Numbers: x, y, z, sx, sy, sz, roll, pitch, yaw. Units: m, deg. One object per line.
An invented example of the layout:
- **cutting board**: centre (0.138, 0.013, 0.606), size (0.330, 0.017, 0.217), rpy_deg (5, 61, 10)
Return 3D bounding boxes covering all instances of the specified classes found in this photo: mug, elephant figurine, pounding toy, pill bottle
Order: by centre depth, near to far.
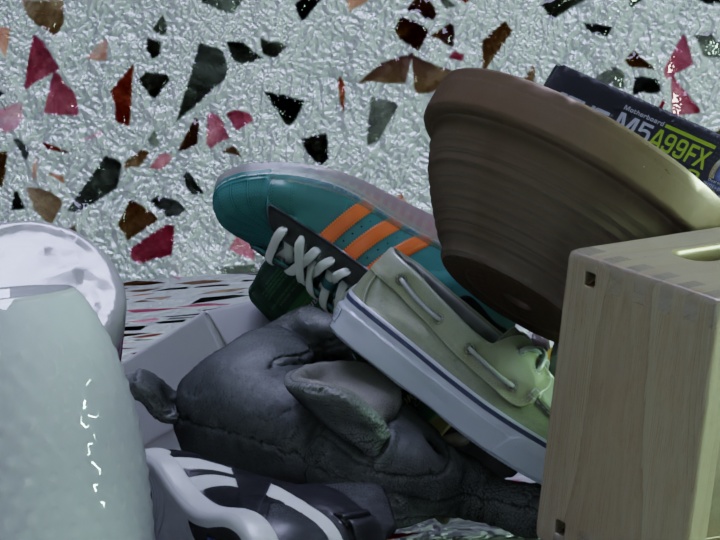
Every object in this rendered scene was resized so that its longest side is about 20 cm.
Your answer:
- **mug**: centre (-0.191, 0.097, 1.418), size (0.148, 0.176, 0.200), rpy_deg (-6, 5, -19)
- **pounding toy**: centre (0.187, 0.074, 1.440), size (0.200, 0.184, 0.142), rpy_deg (-9, 21, -43)
- **elephant figurine**: centre (-0.008, 0.104, 1.562), size (0.155, 0.142, 0.200), rpy_deg (-36, 32, -17)
- **pill bottle**: centre (-0.199, 0.074, 1.599), size (0.112, 0.112, 0.200), rpy_deg (-6, -38, -16)

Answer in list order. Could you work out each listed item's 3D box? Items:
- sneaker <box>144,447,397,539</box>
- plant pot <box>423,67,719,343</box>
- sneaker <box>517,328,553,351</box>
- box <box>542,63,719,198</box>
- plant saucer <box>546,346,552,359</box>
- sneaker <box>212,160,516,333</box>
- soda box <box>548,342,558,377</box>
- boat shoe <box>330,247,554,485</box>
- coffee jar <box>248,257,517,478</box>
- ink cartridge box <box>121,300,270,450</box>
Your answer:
- **sneaker**: centre (-0.048, 0.140, 1.465), size (0.112, 0.073, 0.200), rpy_deg (-3, 12, -26)
- **plant pot**: centre (0.109, -0.021, 1.522), size (0.201, 0.093, 0.201), rpy_deg (31, -12, 7)
- **sneaker**: centre (0.162, 0.084, 1.960), size (0.200, 0.076, 0.116), rpy_deg (6, 1, 7)
- **box**: centre (0.200, -0.033, 1.577), size (0.200, 0.044, 0.160), rpy_deg (26, -13, 22)
- **plant saucer**: centre (0.247, 0.068, 1.780), size (0.200, 0.049, 0.200), rpy_deg (14, -5, -28)
- **sneaker**: centre (0.000, 0.000, 1.633), size (0.200, 0.080, 0.071), rpy_deg (20, -35, -3)
- **soda box**: centre (0.210, 0.072, 1.581), size (0.200, 0.068, 0.063), rpy_deg (11, 41, 10)
- **boat shoe**: centre (0.075, 0.061, 1.546), size (0.200, 0.062, 0.072), rpy_deg (34, 11, 9)
- **coffee jar**: centre (0.029, 0.054, 1.712), size (0.085, 0.200, 0.104), rpy_deg (-49, -16, 22)
- **ink cartridge box**: centre (-0.080, 0.080, 1.803), size (0.145, 0.084, 0.200), rpy_deg (-32, -10, 30)
